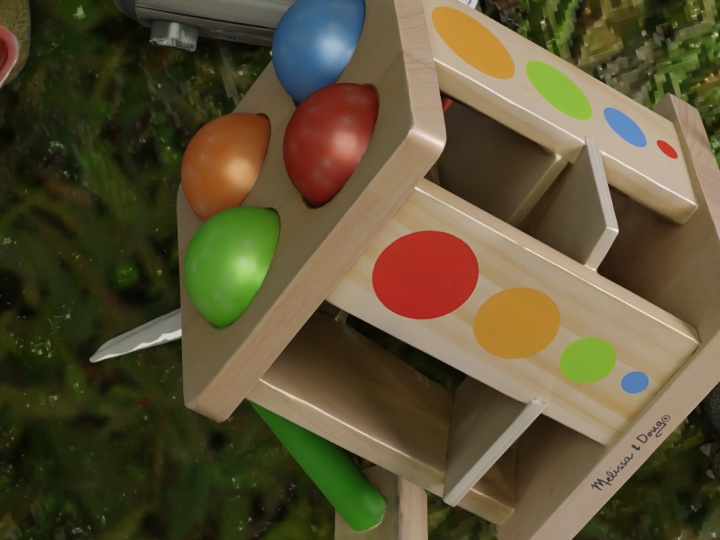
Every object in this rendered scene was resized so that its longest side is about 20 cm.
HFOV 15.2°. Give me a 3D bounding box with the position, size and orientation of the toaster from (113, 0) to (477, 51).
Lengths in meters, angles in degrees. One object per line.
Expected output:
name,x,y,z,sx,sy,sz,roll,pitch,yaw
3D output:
toaster,-0.007,-0.165,0.947,0.129,0.114,0.201,15,87,-3

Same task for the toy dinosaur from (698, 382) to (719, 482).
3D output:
toy dinosaur,0.145,0.052,0.939,0.077,0.102,0.201,-17,86,0

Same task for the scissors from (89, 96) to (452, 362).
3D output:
scissors,0.000,0.000,0.986,0.200,0.014,0.073,-36,89,-3

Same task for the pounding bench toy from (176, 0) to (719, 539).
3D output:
pounding bench toy,0.003,0.016,0.897,0.156,0.124,0.200,27,120,-23

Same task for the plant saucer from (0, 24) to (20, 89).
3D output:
plant saucer,-0.243,-0.033,0.950,0.199,0.037,0.201,28,79,18

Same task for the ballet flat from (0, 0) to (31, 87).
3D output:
ballet flat,-0.181,-0.155,0.970,0.070,0.071,0.201,-25,88,-1
